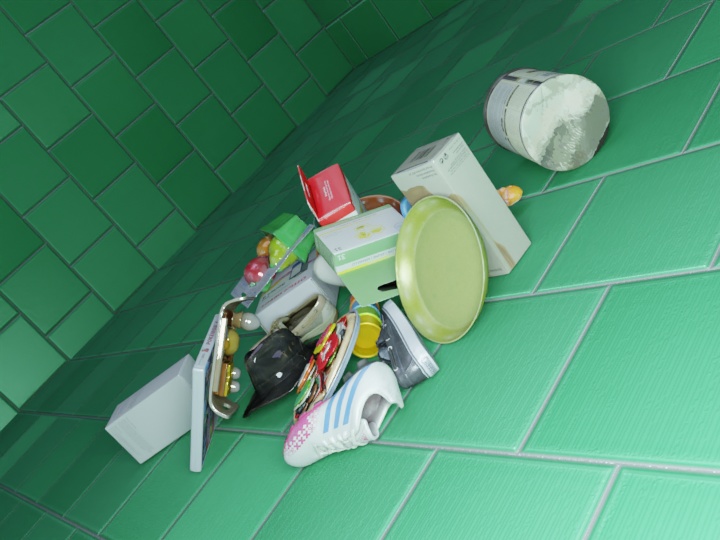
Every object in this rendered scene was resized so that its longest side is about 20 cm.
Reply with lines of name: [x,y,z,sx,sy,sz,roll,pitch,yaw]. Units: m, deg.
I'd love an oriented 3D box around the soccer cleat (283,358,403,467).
soccer cleat: [-0.025,0.204,1.000,0.200,0.069,0.087,-48,49,17]

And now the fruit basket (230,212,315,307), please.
fruit basket: [-0.174,-0.015,1.524,0.201,0.093,0.185,-57,20,-6]

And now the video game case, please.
video game case: [-0.261,0.205,1.318,0.023,0.203,0.183,7,25,-1]

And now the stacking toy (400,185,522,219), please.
stacking toy: [0.176,-0.101,1.271,0.198,0.111,0.116,-15,19,30]

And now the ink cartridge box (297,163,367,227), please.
ink cartridge box: [-0.031,-0.100,1.354,0.067,0.201,0.117,-27,44,8]

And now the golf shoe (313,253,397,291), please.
golf shoe: [0.000,0.000,1.272,0.197,0.079,0.097,-2,20,25]

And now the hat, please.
hat: [-0.145,0.150,1.295,0.200,0.081,0.201,-38,9,7]

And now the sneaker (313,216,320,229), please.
sneaker: [-0.010,-0.096,1.562,0.117,0.075,0.199,-27,21,-36]

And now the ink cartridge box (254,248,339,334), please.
ink cartridge box: [-0.118,0.039,1.528,0.144,0.088,0.201,-34,21,17]

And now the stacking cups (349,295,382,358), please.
stacking cups: [0.011,0.071,1.256,0.060,0.061,0.200,-35,16,14]

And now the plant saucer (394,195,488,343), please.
plant saucer: [0.115,-0.002,1.064,0.031,0.203,0.199,-4,-3,-32]

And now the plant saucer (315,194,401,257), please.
plant saucer: [0.009,-0.054,1.460,0.198,0.032,0.203,-16,51,21]

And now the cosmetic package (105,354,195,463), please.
cosmetic package: [-0.378,0.268,1.486,0.199,0.108,0.085,-34,18,14]

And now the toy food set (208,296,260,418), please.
toy food set: [-0.212,0.144,1.325,0.144,0.059,0.203,135,142,-88]

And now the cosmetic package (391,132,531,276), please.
cosmetic package: [0.145,-0.087,1.110,0.071,0.201,0.105,-47,18,-29]

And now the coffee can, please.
coffee can: [0.300,-0.254,1.272,0.146,0.147,0.200,-38,19,5]

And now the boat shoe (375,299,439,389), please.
boat shoe: [0.052,0.106,1.080,0.066,0.070,0.200,-37,26,3]

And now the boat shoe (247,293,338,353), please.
boat shoe: [-0.136,0.111,1.405,0.199,0.065,0.073,-34,40,12]

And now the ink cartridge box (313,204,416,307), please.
ink cartridge box: [0.025,-0.029,1.215,0.144,0.049,0.200,-19,31,-15]

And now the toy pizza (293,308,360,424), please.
toy pizza: [-0.059,0.144,1.141,0.202,0.031,0.201,-60,10,18]
